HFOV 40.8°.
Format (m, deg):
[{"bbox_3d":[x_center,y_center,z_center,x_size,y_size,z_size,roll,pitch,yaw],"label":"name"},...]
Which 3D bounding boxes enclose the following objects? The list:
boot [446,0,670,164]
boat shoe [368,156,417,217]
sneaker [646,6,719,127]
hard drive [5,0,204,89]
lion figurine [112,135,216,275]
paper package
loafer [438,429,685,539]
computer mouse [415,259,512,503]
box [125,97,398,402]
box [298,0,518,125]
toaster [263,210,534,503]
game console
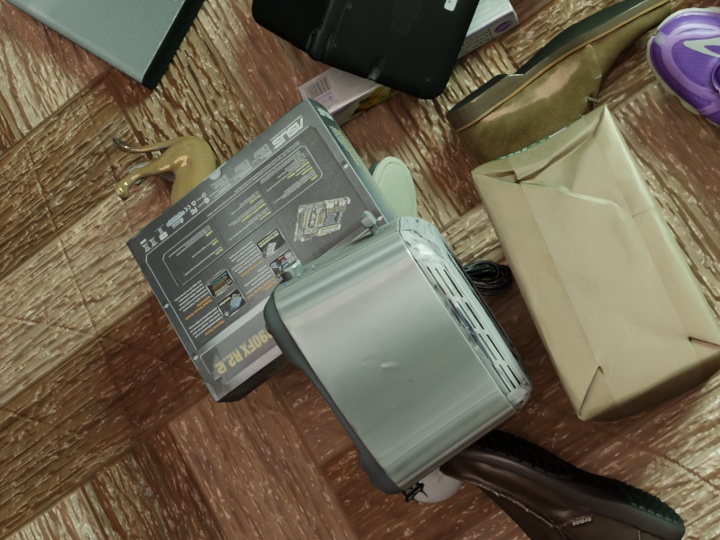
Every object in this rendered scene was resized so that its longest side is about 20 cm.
[{"bbox_3d":[0.173,-0.153,0.790,0.199,0.074,0.076,-34,99,11],"label":"boot"},{"bbox_3d":[0.000,0.000,0.826,0.067,0.071,0.202,2,78,44],"label":"boat shoe"},{"bbox_3d":[0.301,-0.123,0.714,0.200,0.083,0.081,40,114,10],"label":"sneaker"},{"bbox_3d":[-0.248,-0.285,0.958,0.199,0.033,0.140,32,94,19],"label":"hard drive"},{"bbox_3d":[-0.149,-0.063,0.880,0.122,0.072,0.202,-28,73,10],"label":"lion figurine"},{"bbox_3d":[0.174,0.007,0.699,0.103,0.200,0.192,-26,75,13],"label":"paper package"},{"bbox_3d":[0.145,0.182,0.737,0.198,0.073,0.072,23,97,4],"label":"loafer"},{"bbox_3d":[0.067,0.091,0.790,0.108,0.044,0.203,3,87,-12],"label":"computer mouse"},{"bbox_3d":[-0.071,-0.015,0.781,0.199,0.048,0.159,-37,76,13],"label":"box"},{"bbox_3d":[0.041,-0.187,0.848,0.199,0.039,0.042,-29,77,13],"label":"box"},{"bbox_3d":[0.033,0.059,0.680,0.129,0.114,0.201,-33,96,9],"label":"toaster"},{"bbox_3d":[0.016,-0.271,0.809,0.174,0.117,0.202,17,109,-11],"label":"game console"}]
